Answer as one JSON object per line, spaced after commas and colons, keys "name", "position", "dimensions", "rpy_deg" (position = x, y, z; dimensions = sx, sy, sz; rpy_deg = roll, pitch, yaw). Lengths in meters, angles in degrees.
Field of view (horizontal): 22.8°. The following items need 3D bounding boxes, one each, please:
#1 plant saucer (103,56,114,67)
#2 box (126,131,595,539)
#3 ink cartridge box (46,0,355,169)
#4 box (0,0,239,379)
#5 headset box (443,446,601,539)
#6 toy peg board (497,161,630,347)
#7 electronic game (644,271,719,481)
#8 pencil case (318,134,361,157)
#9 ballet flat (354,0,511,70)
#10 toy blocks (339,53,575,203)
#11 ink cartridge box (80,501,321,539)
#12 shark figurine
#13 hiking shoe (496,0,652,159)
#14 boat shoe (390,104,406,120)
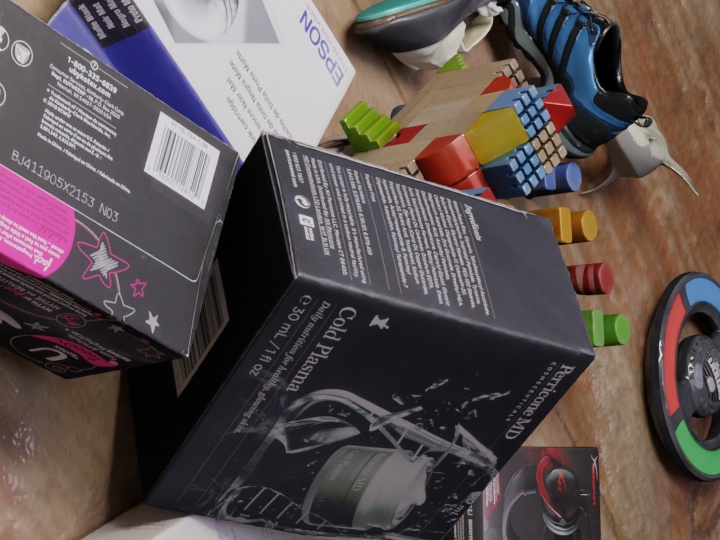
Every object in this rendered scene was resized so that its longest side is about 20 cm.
{"name": "plant saucer", "position": [-0.121, -0.081, 1.121], "dimensions": [0.200, 0.031, 0.201], "rpy_deg": [12, 74, -53]}
{"name": "box", "position": [-0.007, 0.050, 1.045], "dimensions": [0.196, 0.200, 0.124], "rpy_deg": [14, 40, -28]}
{"name": "ink cartridge box", "position": [-0.094, -0.129, 1.105], "dimensions": [0.200, 0.040, 0.201], "rpy_deg": [55, 44, -34]}
{"name": "box", "position": [-0.182, -0.045, 0.940], "dimensions": [0.200, 0.114, 0.133], "rpy_deg": [33, 59, -39]}
{"name": "headset box", "position": [0.105, 0.207, 1.355], "dimensions": [0.200, 0.075, 0.150], "rpy_deg": [9, 78, -54]}
{"name": "toy peg board", "position": [0.130, -0.014, 1.406], "dimensions": [0.200, 0.097, 0.201], "rpy_deg": [2, 83, -55]}
{"name": "electronic game", "position": [0.326, 0.101, 1.710], "dimensions": [0.200, 0.041, 0.201], "rpy_deg": [11, 77, -54]}
{"name": "pencil case", "position": [0.000, 0.000, 1.236], "dimensions": [0.089, 0.078, 0.201], "rpy_deg": [-10, 93, -45]}
{"name": "ballet flat", "position": [0.063, -0.193, 1.366], "dimensions": [0.200, 0.073, 0.073], "rpy_deg": [-42, 118, -51]}
{"name": "toy blocks", "position": [0.068, -0.077, 1.159], "dimensions": [0.200, 0.136, 0.100], "rpy_deg": [-46, 117, -36]}
{"name": "ink cartridge box", "position": [-0.103, 0.195, 1.072], "dimensions": [0.200, 0.067, 0.118], "rpy_deg": [-26, 106, -54]}
{"name": "shark figurine", "position": [0.216, -0.107, 1.564], "dimensions": [0.214, 0.089, 0.129], "rpy_deg": [25, 31, -59]}
{"name": "hiking shoe", "position": [0.171, -0.194, 1.450], "dimensions": [0.074, 0.086, 0.201], "rpy_deg": [-14, 80, -54]}
{"name": "boat shoe", "position": [0.039, -0.023, 1.306], "dimensions": [0.075, 0.061, 0.201], "rpy_deg": [4, 90, -70]}
